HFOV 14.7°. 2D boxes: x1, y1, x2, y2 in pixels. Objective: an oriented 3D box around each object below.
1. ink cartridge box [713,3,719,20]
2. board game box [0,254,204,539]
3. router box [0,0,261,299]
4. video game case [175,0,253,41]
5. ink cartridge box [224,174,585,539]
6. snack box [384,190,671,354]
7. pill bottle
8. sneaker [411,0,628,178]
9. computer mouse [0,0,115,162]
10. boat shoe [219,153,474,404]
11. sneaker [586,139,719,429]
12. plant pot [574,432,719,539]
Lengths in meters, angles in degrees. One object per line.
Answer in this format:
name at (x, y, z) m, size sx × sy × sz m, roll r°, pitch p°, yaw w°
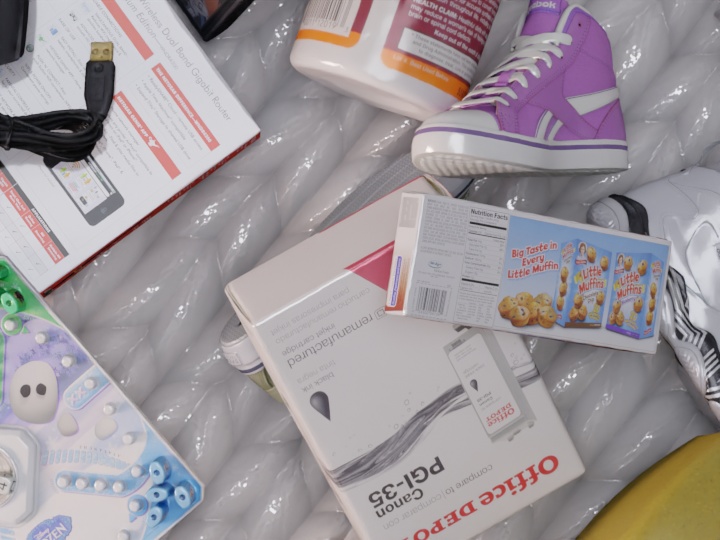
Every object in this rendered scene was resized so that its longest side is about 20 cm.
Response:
ink cartridge box at (0.328, -0.136, 1.729) m, size 0.200 × 0.146 × 0.084 m, roll 39°, pitch 87°, yaw -1°
board game box at (-0.232, 0.127, 1.720) m, size 0.200 × 0.026 × 0.200 m, roll -41°, pitch 91°, yaw 10°
router box at (-0.191, -0.112, 1.746) m, size 0.179 × 0.049 × 0.200 m, roll -36°, pitch 90°, yaw -4°
video game case at (-0.109, -0.248, 1.684) m, size 0.025 × 0.200 × 0.181 m, roll -36°, pitch 90°, yaw -26°
ink cartridge box at (0.030, 0.066, 1.698) m, size 0.146 × 0.083 × 0.200 m, roll -30°, pitch 113°, yaw -4°
snack box at (0.103, 0.003, 1.651) m, size 0.200 × 0.024 × 0.072 m, roll 10°, pitch 88°, yaw -37°
pill bottle at (0.040, -0.202, 1.731) m, size 0.114 × 0.114 × 0.201 m, roll 20°, pitch 87°, yaw -2°
sneaker at (0.093, -0.114, 1.706) m, size 0.072 × 0.200 × 0.115 m, roll -2°, pitch 91°, yaw 33°
computer mouse at (-0.207, -0.161, 1.681) m, size 0.140 × 0.046 × 0.201 m, roll 8°, pitch 65°, yaw -31°
boat shoe at (0.000, 0.000, 1.751) m, size 0.200 × 0.072 × 0.062 m, roll -41°, pitch 114°, yaw 0°
sneaker at (0.238, 0.017, 1.751) m, size 0.115 × 0.075 × 0.200 m, roll -33°, pitch 87°, yaw -2°
plant pot at (0.217, 0.209, 1.686) m, size 0.194 × 0.196 × 0.200 m, roll 30°, pitch 84°, yaw -2°
